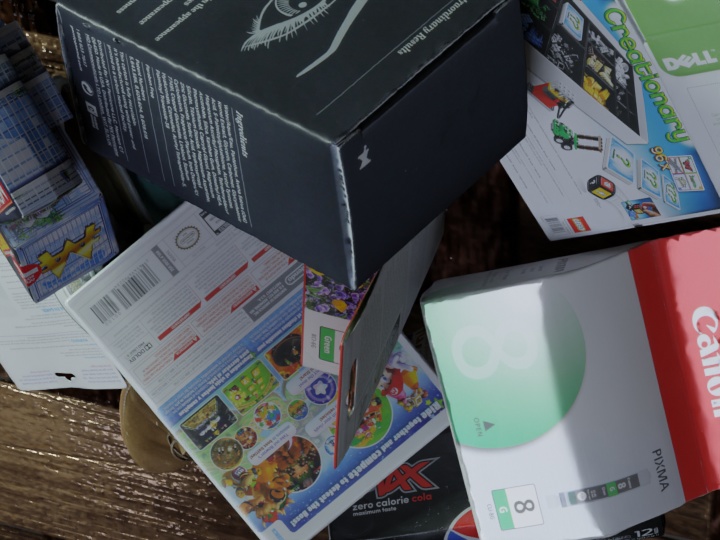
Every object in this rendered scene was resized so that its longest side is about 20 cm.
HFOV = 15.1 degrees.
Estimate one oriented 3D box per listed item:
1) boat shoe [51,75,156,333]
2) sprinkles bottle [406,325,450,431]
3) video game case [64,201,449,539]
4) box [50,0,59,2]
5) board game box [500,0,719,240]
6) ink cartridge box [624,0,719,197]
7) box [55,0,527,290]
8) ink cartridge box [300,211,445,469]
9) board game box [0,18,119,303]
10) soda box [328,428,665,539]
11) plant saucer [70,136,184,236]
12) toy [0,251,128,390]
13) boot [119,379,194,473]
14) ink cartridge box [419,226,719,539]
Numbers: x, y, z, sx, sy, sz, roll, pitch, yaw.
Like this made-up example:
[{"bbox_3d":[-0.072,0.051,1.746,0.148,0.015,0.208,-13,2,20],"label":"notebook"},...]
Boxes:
[{"bbox_3d":[-0.153,-0.028,1.619,0.065,0.074,0.202,-11,119,36],"label":"boat shoe"},{"bbox_3d":[0.046,0.067,1.654,0.068,0.068,0.200,43,136,-18],"label":"sprinkles bottle"},{"bbox_3d":[-0.056,0.050,1.594,0.143,0.018,0.200,-39,93,2],"label":"video game case"},{"bbox_3d":[-0.150,-0.226,1.475,0.137,0.039,0.200,21,139,6],"label":"box"},{"bbox_3d":[0.114,-0.106,1.465,0.126,0.035,0.200,-9,128,36],"label":"board game box"},{"bbox_3d":[0.215,-0.106,1.393,0.104,0.059,0.200,-8,128,33],"label":"ink cartridge box"},{"bbox_3d":[-0.034,-0.103,1.417,0.200,0.148,0.104,29,145,31],"label":"box"},{"bbox_3d":[0.000,0.000,1.507,0.050,0.200,0.109,16,138,11],"label":"ink cartridge box"},{"bbox_3d":[-0.197,-0.082,1.484,0.200,0.062,0.200,59,168,-7],"label":"board game box"},{"bbox_3d":[0.080,0.134,1.640,0.200,0.071,0.063,-9,153,6],"label":"soda box"},{"bbox_3d":[-0.157,-0.029,1.693,0.200,0.027,0.200,15,138,14],"label":"plant saucer"},{"bbox_3d":[-0.216,-0.017,1.677,0.115,0.047,0.200,-3,126,48],"label":"toy"},{"bbox_3d":[-0.113,0.098,1.752,0.074,0.076,0.200,11,150,-16],"label":"boot"},{"bbox_3d":[0.149,0.068,1.535,0.200,0.050,0.161,-10,106,15],"label":"ink cartridge box"}]
